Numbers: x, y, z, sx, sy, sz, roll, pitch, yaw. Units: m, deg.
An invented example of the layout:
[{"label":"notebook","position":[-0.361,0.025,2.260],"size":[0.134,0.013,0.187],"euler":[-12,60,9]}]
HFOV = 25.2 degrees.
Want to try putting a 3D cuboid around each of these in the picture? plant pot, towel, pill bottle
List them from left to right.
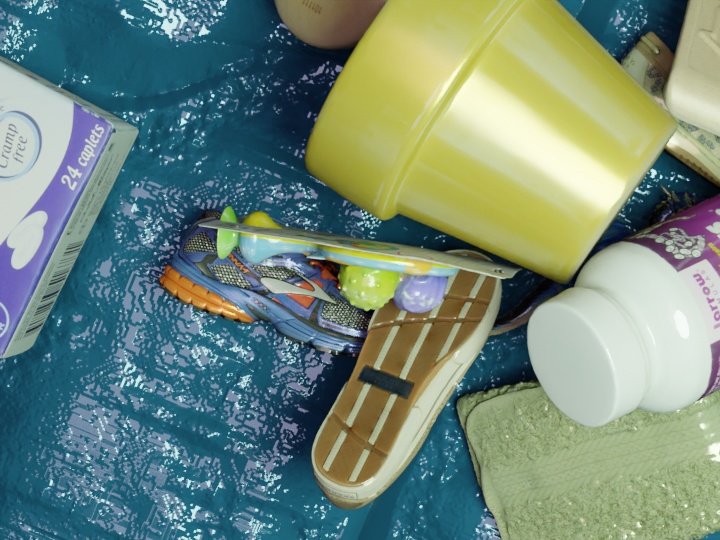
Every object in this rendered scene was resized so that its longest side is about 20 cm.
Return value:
[{"label":"plant pot","position":[0.094,-0.095,1.057],"size":[0.189,0.201,0.201],"euler":[36,95,7]},{"label":"towel","position":[0.172,0.134,1.133],"size":[0.199,0.036,0.149],"euler":[-19,96,28]},{"label":"pill bottle","position":[0.206,0.023,1.021],"size":[0.200,0.112,0.113],"euler":[-24,94,-29]}]

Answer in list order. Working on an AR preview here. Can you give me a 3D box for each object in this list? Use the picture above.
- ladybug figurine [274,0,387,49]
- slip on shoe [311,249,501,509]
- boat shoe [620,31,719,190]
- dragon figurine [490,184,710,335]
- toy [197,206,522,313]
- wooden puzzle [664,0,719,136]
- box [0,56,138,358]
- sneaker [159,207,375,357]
[{"label":"ladybug figurine","position":[0.017,-0.242,1.113],"size":[0.136,0.072,0.200],"euler":[34,99,27]},{"label":"slip on shoe","position":[0.033,0.075,1.097],"size":[0.076,0.061,0.200],"euler":[21,65,18]},{"label":"boat shoe","position":[0.263,-0.088,1.127],"size":[0.200,0.073,0.063],"euler":[35,98,0]},{"label":"dragon figurine","position":[0.165,-0.005,1.143],"size":[0.199,0.059,0.100],"euler":[-6,94,5]},{"label":"toy","position":[0.000,0.000,1.066],"size":[0.199,0.115,0.047],"euler":[14,97,11]},{"label":"wooden puzzle","position":[0.306,-0.145,1.102],"size":[0.185,0.046,0.200],"euler":[22,57,-1]},{"label":"box","position":[-0.289,-0.066,1.133],"size":[0.199,0.105,0.184],"euler":[27,94,0]},{"label":"sneaker","position":[-0.041,0.011,1.147],"size":[0.199,0.075,0.079],"euler":[18,92,-1]}]
